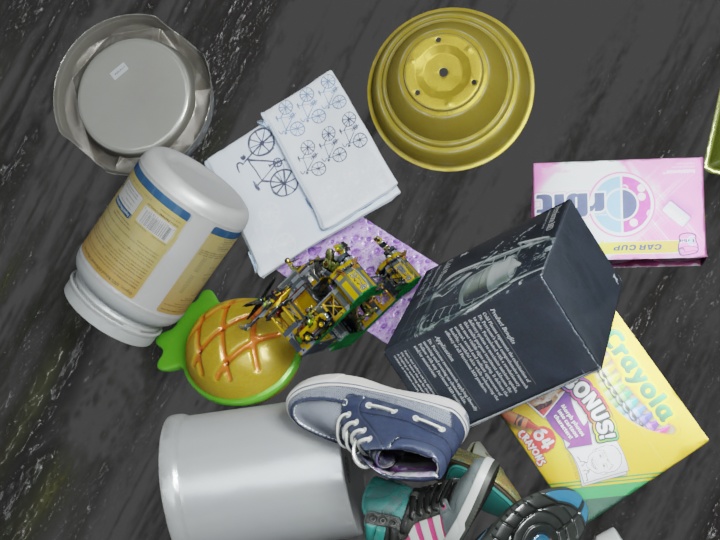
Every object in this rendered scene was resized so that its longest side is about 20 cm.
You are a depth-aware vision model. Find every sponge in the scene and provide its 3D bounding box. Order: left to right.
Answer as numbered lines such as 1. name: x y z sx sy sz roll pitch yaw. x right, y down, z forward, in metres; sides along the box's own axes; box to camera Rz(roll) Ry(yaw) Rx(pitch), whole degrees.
1. sponge: 0.000 0.000 1.610 0.200 0.030 0.112 33 89 12

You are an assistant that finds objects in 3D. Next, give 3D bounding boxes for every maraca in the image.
1. maraca: -0.153 0.087 1.590 0.200 0.107 0.137 17 63 34

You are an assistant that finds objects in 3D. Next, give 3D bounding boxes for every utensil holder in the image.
1. utensil holder: -0.105 0.232 1.529 0.200 0.170 0.170 -9 82 7

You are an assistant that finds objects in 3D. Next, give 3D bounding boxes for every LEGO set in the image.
1. LEGO set: -0.036 0.010 1.513 0.116 0.200 0.154 50 118 12

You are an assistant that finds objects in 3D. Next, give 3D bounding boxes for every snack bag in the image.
1. snack bag: -0.076 -0.115 1.618 0.200 0.021 0.189 -31 65 7

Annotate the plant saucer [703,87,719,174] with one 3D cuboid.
1. plant saucer: 0.502 -0.184 1.538 0.200 0.048 0.200 12 86 11

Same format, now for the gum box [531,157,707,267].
1. gum box: 0.286 -0.063 1.549 0.200 0.066 0.114 -1 81 10

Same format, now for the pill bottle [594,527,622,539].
1. pill bottle: 0.214 0.370 1.483 0.200 0.116 0.116 -33 79 4

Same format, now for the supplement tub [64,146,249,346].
1. supplement tub: -0.238 -0.027 1.585 0.145 0.145 0.200 39 103 12

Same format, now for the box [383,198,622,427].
1. box: 0.156 0.049 1.451 0.197 0.200 0.124 -26 105 26

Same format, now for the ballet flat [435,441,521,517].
1. ballet flat: 0.102 0.213 1.553 0.200 0.071 0.071 23 87 10

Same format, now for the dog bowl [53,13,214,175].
1. dog bowl: -0.270 -0.208 1.667 0.200 0.059 0.200 -1 82 9

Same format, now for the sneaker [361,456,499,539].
1. sneaker: 0.066 0.257 1.509 0.121 0.084 0.200 31 122 8

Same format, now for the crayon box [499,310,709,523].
1. crayon box: 0.257 0.156 1.531 0.173 0.058 0.200 -35 79 4

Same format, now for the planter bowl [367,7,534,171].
1. planter bowl: 0.101 -0.221 1.593 0.200 0.083 0.201 -1 82 9

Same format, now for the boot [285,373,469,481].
1. boot: 0.004 0.161 1.390 0.200 0.090 0.073 3 117 21

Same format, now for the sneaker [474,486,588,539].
1. sneaker: 0.153 0.298 1.475 0.200 0.082 0.073 -32 87 -11
